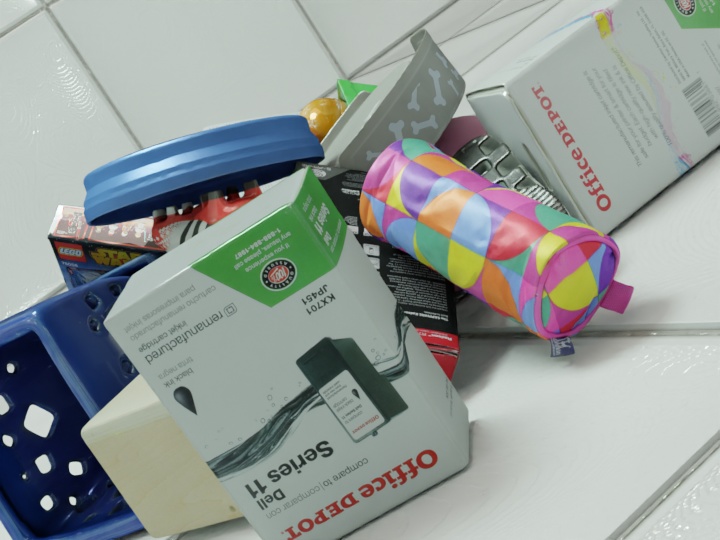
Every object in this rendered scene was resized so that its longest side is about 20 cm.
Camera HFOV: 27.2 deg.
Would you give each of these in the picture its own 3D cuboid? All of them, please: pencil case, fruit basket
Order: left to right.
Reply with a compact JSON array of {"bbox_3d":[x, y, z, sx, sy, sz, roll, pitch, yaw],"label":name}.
[{"bbox_3d":[-0.045,-0.111,1.426,0.198,0.094,0.186,-14,30,-4],"label":"fruit basket"},{"bbox_3d":[0.086,-0.022,1.010,0.088,0.089,0.200,-38,45,-19],"label":"pencil case"}]

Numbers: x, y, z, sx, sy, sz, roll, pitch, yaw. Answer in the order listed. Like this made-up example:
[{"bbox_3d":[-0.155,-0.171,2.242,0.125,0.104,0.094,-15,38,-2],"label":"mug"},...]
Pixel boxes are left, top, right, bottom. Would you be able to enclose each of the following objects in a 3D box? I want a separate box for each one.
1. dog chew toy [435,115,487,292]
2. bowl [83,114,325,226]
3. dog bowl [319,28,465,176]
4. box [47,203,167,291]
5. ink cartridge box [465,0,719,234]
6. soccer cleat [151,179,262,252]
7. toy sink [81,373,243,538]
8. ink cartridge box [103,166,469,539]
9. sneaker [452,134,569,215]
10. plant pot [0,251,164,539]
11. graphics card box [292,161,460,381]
[{"bbox_3d":[0.067,-0.038,1.252,0.200,0.125,0.124,-48,17,-27],"label":"dog chew toy"},{"bbox_3d":[-0.129,-0.081,1.200,0.199,0.040,0.201,-16,-1,0],"label":"bowl"},{"bbox_3d":[0.013,-0.108,1.253,0.200,0.059,0.200,-51,10,13],"label":"dog bowl"},{"bbox_3d":[-0.171,0.006,1.346,0.198,0.137,0.040,8,57,8],"label":"box"},{"bbox_3d":[0.206,-0.137,1.187,0.200,0.146,0.087,-37,12,-16],"label":"ink cartridge box"},{"bbox_3d":[-0.116,-0.018,1.188,0.068,0.086,0.200,-16,2,-25],"label":"soccer cleat"},{"bbox_3d":[-0.088,0.097,1.134,0.130,0.112,0.200,-22,17,42],"label":"toy sink"},{"bbox_3d":[-0.040,0.062,0.928,0.146,0.201,0.083,-31,15,14],"label":"ink cartridge box"},{"bbox_3d":[0.132,-0.021,1.125,0.074,0.089,0.201,-34,36,12],"label":"sneaker"},{"bbox_3d":[-0.224,0.106,1.274,0.199,0.201,0.180,-24,10,41],"label":"plant pot"},{"bbox_3d":[0.004,0.002,1.096,0.201,0.124,0.051,-91,11,-50],"label":"graphics card box"}]
